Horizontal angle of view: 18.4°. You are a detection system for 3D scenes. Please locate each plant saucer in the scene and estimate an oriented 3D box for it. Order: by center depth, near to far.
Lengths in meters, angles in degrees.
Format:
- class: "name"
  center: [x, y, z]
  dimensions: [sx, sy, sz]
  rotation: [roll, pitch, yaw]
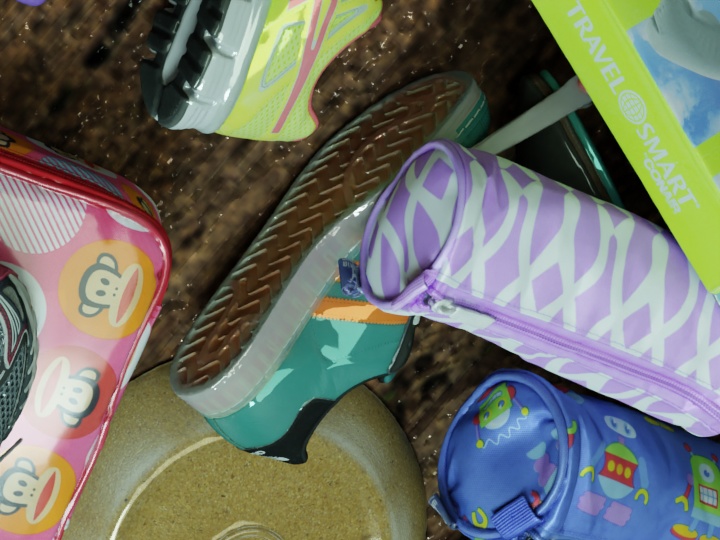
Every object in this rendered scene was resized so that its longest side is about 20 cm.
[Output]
- class: "plant saucer"
  center: [-0.058, 0.137, 1.070]
  dimensions: [0.199, 0.035, 0.201]
  rotation: [-5, 108, -15]

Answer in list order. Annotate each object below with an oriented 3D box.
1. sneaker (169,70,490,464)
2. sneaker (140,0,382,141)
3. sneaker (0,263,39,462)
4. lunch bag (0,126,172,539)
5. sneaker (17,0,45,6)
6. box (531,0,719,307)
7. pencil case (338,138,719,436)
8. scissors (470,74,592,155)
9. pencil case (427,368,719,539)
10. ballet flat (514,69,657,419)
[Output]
- class: "sneaker"
  center: [0.000, 0.000, 1.028]
  dimensions: [0.200, 0.071, 0.080]
  rotation: [-50, 123, -6]
- class: "sneaker"
  center: [-0.021, -0.147, 0.984]
  dimensions: [0.090, 0.078, 0.201]
  rotation: [20, 102, -34]
- class: "sneaker"
  center: [-0.185, 0.087, 0.913]
  dimensions: [0.080, 0.075, 0.201]
  rotation: [17, 105, -18]
- class: "lunch bag"
  center: [-0.192, 0.030, 0.978]
  dimensions: [0.175, 0.082, 0.201]
  rotation: [21, 101, -16]
- class: "sneaker"
  center: [-0.219, -0.103, 0.929]
  dimensions: [0.199, 0.081, 0.084]
  rotation: [-23, 117, -10]
- class: "box"
  center: [0.164, -0.085, 0.983]
  dimensions: [0.122, 0.048, 0.201]
  rotation: [-32, 92, -32]
- class: "pencil case"
  center: [0.095, 0.011, 0.981]
  dimensions: [0.199, 0.086, 0.084]
  rotation: [20, 125, -25]
- class: "scissors"
  center: [0.118, -0.087, 1.015]
  dimensions: [0.073, 0.014, 0.200]
  rotation: [37, 64, 14]
- class: "pencil case"
  center: [0.123, 0.108, 1.055]
  dimensions: [0.078, 0.087, 0.200]
  rotation: [-27, 148, 35]
- class: "ballet flat"
  center: [0.115, -0.002, 1.066]
  dimensions: [0.068, 0.068, 0.200]
  rotation: [-35, 112, 5]
